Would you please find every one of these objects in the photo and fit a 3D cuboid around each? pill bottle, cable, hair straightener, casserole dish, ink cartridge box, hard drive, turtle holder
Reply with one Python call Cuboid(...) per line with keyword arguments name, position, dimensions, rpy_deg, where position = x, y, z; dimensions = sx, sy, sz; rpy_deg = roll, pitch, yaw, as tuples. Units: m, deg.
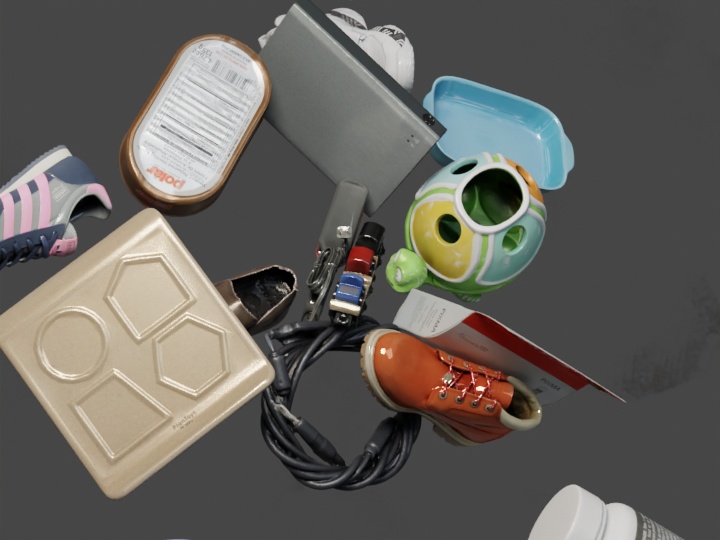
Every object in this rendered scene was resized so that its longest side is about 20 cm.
Cuboid(name="pill bottle", position=(0.266, 0.298, 1.528), dimensions=(0.199, 0.114, 0.115), rpy_deg=(32, 51, -10))
Cuboid(name="cable", position=(-0.006, 0.126, 1.498), dimensions=(0.198, 0.051, 0.165), rpy_deg=(2, 69, -39))
Cuboid(name="hair straightener", position=(-0.035, -0.017, 1.567), dimensions=(0.040, 0.077, 0.201), rpy_deg=(22, 54, 4))
Cuboid(name="casserole dish", position=(0.150, -0.147, 1.779), dimensions=(0.198, 0.039, 0.122), rpy_deg=(14, 56, -22))
Cuboid(name="ink cartridge box", position=(0.141, 0.088, 1.520), dimensions=(0.159, 0.200, 0.048), rpy_deg=(31, 87, -27))
Cuboid(name="hard drive", position=(-0.023, -0.167, 1.621), dimensions=(0.200, 0.140, 0.033), rpy_deg=(43, 43, 0))
Cuboid(name="turtle holder", position=(0.105, -0.050, 1.625), dimensions=(0.183, 0.132, 0.143), rpy_deg=(-7, 74, -10))

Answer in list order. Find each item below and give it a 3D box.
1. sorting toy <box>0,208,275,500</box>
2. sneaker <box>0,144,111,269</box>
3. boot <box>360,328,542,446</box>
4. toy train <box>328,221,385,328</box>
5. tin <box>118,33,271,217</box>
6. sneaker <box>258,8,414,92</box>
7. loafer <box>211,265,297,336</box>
Cuboid(name="sorting toy", position=(-0.201, 0.073, 1.397), dimensions=(0.184, 0.037, 0.201), rpy_deg=(-37, 80, -8))
Cuboid(name="sneaker", position=(-0.302, -0.034, 1.421), dimensions=(0.082, 0.070, 0.200), rpy_deg=(40, 51, 1))
Cuboid(name="boot", position=(0.088, 0.107, 1.499), dimensions=(0.199, 0.106, 0.076), rpy_deg=(32, 61, -39))
Cuboid(name="toy train", position=(0.000, 0.000, 1.545), dimensions=(0.034, 0.046, 0.200), rpy_deg=(14, 26, 3))
Cuboid(name="tin", position=(-0.163, -0.148, 1.565), dimensions=(0.111, 0.042, 0.201), rpy_deg=(28, 65, -3))
Cuboid(name="sneaker", position=(-0.027, -0.224, 1.656), dimensions=(0.114, 0.076, 0.200), rpy_deg=(-10, 26, -25))
Cuboid(name="loafer", position=(-0.136, 0.040, 1.473), dimensions=(0.199, 0.071, 0.073), rpy_deg=(-33, 81, -39))
